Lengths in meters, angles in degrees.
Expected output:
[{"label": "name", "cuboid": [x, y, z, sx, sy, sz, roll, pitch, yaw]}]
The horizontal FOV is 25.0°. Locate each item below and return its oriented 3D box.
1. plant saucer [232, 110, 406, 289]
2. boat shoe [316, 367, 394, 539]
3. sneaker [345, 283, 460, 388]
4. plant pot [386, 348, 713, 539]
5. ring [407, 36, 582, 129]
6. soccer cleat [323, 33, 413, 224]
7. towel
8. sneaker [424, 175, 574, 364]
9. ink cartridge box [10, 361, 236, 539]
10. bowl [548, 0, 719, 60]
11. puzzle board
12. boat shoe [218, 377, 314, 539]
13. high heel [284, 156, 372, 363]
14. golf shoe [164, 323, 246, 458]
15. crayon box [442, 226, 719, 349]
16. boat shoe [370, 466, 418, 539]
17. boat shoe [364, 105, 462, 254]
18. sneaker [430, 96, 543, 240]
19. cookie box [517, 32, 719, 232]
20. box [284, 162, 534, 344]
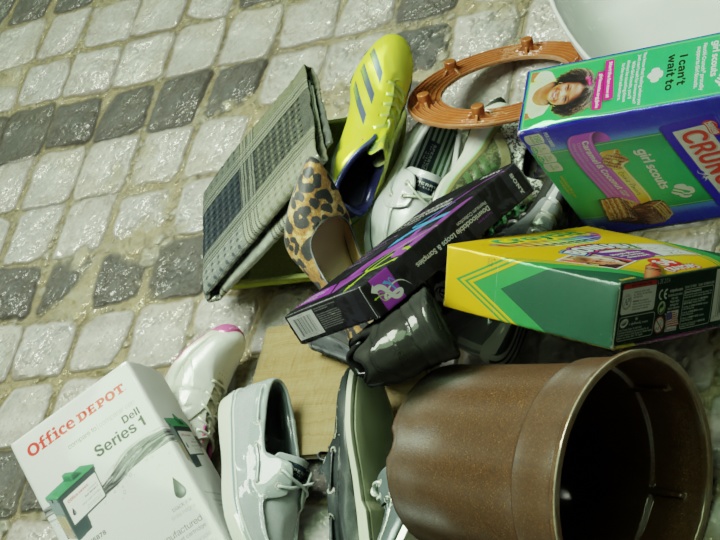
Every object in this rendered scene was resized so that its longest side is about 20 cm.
[{"label": "plant saucer", "cuboid": [-0.047, -0.062, 1.669, 0.199, 0.048, 0.201, -6, 54, 32]}, {"label": "boat shoe", "cuboid": [-0.008, 0.180, 1.425, 0.066, 0.074, 0.201, -21, 67, 31]}, {"label": "sneaker", "cuboid": [0.032, 0.058, 1.360, 0.090, 0.200, 0.076, -29, 83, 3]}, {"label": "plant pot", "cuboid": [0.140, 0.157, 1.273, 0.197, 0.200, 0.201, 2, 58, 46]}, {"label": "ring", "cuboid": [0.141, -0.189, 1.590, 0.199, 0.019, 0.201, -12, 26, 6]}, {"label": "soccer cleat", "cuboid": [0.014, -0.135, 1.572, 0.084, 0.064, 0.202, 4, 69, 61]}, {"label": "towel", "cuboid": [-0.094, -0.088, 1.624, 0.200, 0.034, 0.193, -49, 26, 25]}, {"label": "sneaker", "cuboid": [0.116, -0.018, 1.477, 0.115, 0.075, 0.201, 17, 67, 20]}, {"label": "ink cartridge box", "cuboid": [-0.210, 0.206, 1.495, 0.146, 0.084, 0.201, -36, 71, 7]}, {"label": "bowl", "cuboid": [0.293, -0.243, 1.535, 0.199, 0.075, 0.200, -26, 45, 2]}, {"label": "puzzle board", "cuboid": [-0.021, 0.111, 1.538, 0.199, 0.017, 0.152, -8, 52, 30]}, {"label": "boat shoe", "cuboid": [-0.081, 0.185, 1.467, 0.071, 0.070, 0.202, -31, 51, 25]}, {"label": "high heel", "cuboid": [0.000, 0.000, 1.480, 0.071, 0.202, 0.142, -22, 26, -36]}, {"label": "golf shoe", "cuboid": [-0.164, 0.147, 1.581, 0.091, 0.075, 0.201, 32, 84, 34]}, {"label": "crayon box", "cuboid": [0.197, 0.009, 1.337, 0.172, 0.199, 0.059, 15, 105, 41]}, {"label": "boat shoe", "cuboid": [0.043, 0.190, 1.383, 0.061, 0.073, 0.201, 11, 55, 25]}, {"label": "boat shoe", "cuboid": [0.053, -0.076, 1.567, 0.067, 0.073, 0.201, 125, 160, -59]}, {"label": "sneaker", "cuboid": [0.130, -0.074, 1.540, 0.088, 0.077, 0.201, 12, 67, 31]}, {"label": "cookie box", "cuboid": [0.262, -0.115, 1.400, 0.199, 0.171, 0.076, -9, 55, 30]}, {"label": "box", "cuboid": [0.042, -0.014, 1.396, 0.200, 0.036, 0.143, -37, 7, -30]}]
